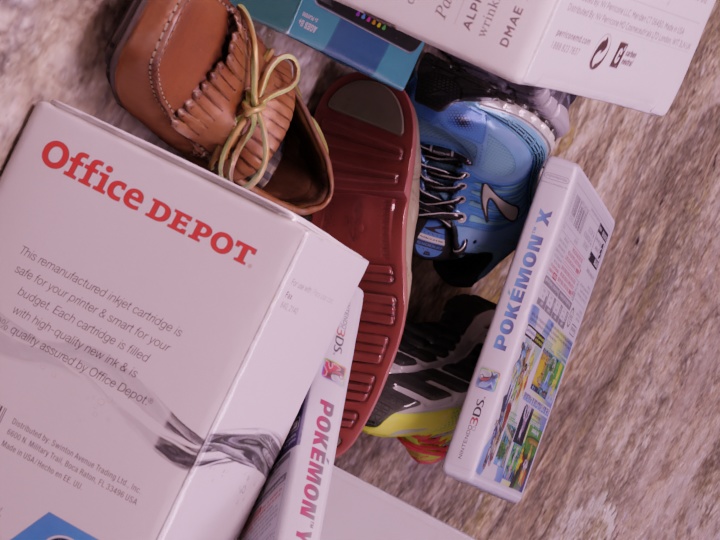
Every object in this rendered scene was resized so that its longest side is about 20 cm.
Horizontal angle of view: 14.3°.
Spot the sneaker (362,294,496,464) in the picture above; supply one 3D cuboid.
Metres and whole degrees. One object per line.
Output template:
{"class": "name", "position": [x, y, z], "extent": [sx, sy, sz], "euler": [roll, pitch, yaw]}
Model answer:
{"class": "sneaker", "position": [0.045, 0.079, 1.681], "extent": [0.200, 0.078, 0.091], "euler": [-17, 131, -61]}

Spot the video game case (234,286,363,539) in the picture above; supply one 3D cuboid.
{"class": "video game case", "position": [-0.064, 0.125, 1.304], "extent": [0.200, 0.023, 0.183], "euler": [-49, -158, 43]}

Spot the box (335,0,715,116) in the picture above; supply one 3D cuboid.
{"class": "box", "position": [0.093, -0.190, 1.314], "extent": [0.199, 0.130, 0.201], "euler": [4, 111, -65]}

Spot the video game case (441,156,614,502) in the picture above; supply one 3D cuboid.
{"class": "video game case", "position": [0.098, 0.039, 1.635], "extent": [0.200, 0.022, 0.183], "euler": [37, 72, -77]}

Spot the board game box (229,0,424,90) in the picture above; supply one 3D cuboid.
{"class": "board game box", "position": [0.018, -0.198, 1.375], "extent": [0.201, 0.047, 0.151], "euler": [-66, 157, 3]}

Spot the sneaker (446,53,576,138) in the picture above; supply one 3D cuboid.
{"class": "sneaker", "position": [0.098, -0.155, 1.574], "extent": [0.112, 0.077, 0.200], "euler": [-65, 168, -9]}

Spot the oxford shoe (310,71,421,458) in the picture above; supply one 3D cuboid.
{"class": "oxford shoe", "position": [0.000, 0.000, 1.483], "extent": [0.075, 0.070, 0.201], "euler": [7, 97, -78]}

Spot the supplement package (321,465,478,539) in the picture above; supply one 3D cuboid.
{"class": "supplement package", "position": [-0.007, 0.219, 1.574], "extent": [0.192, 0.147, 0.200], "euler": [-62, 171, -5]}

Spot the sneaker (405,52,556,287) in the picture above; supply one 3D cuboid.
{"class": "sneaker", "position": [0.059, -0.046, 1.585], "extent": [0.090, 0.078, 0.200], "euler": [-55, 155, -13]}

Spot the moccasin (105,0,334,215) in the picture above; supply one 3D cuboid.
{"class": "moccasin", "position": [-0.059, -0.073, 1.298], "extent": [0.074, 0.077, 0.202], "euler": [-57, 156, -15]}

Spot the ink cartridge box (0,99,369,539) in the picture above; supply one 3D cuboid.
{"class": "ink cartridge box", "position": [-0.109, 0.049, 1.230], "extent": [0.201, 0.146, 0.086], "euler": [-63, 156, -2]}
